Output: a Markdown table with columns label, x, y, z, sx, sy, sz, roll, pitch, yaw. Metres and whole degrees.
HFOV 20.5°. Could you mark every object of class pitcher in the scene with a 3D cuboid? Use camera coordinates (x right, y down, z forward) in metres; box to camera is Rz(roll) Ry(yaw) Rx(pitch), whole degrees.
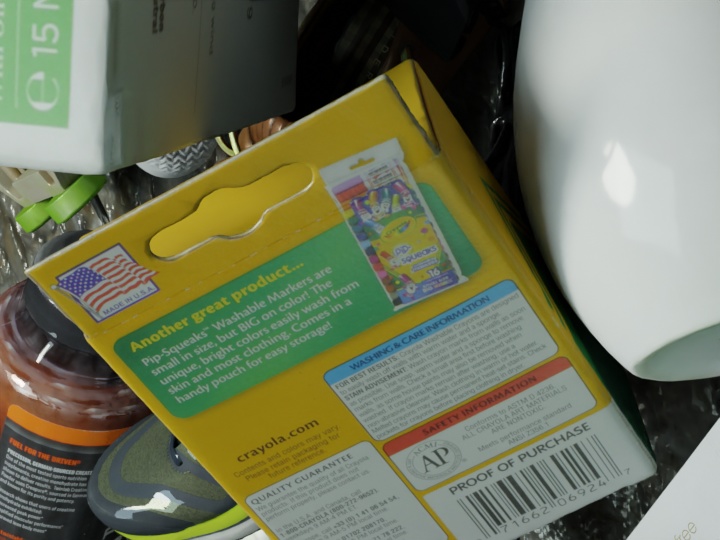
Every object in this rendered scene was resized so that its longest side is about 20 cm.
| label | x | y | z | sx | sy | sz | roll | pitch | yaw |
| --- | --- | --- | --- | --- | --- | --- | --- | --- | --- |
| pitcher | 0.117 | -0.080 | 0.627 | 0.171 | 0.121 | 0.201 | -32 | 64 | 50 |

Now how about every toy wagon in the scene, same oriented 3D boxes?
| label | x | y | z | sx | sy | sz | roll | pitch | yaw |
| --- | --- | --- | --- | --- | --- | --- | --- | --- | --- |
| toy wagon | -0.200 | -0.088 | 0.988 | 0.155 | 0.040 | 0.200 | 49 | 162 | -12 |

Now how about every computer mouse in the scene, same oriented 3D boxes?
| label | x | y | z | sx | sy | sz | roll | pitch | yaw |
| --- | --- | --- | --- | --- | --- | --- | --- | --- | --- |
| computer mouse | 0.012 | -0.096 | 0.677 | 0.046 | 0.141 | 0.200 | -12 | 134 | 24 |

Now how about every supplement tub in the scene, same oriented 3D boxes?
| label | x | y | z | sx | sy | sz | roll | pitch | yaw |
| --- | --- | --- | --- | --- | --- | --- | --- | --- | --- |
| supplement tub | -0.155 | 0.076 | 1.036 | 0.107 | 0.107 | 0.200 | 50 | 136 | 31 |

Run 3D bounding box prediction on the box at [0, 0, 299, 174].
| label | x | y | z | sx | sy | sz | roll | pitch | yaw |
| --- | --- | --- | --- | --- | --- | --- | --- | --- | --- |
| box | -0.120 | -0.146 | 0.650 | 0.170 | 0.200 | 0.200 | 6 | 101 | 13 |

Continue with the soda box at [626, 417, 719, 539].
| label | x | y | z | sx | sy | sz | roll | pitch | yaw |
| --- | --- | --- | --- | --- | --- | --- | --- | --- | --- |
| soda box | 0.130 | 0.115 | 0.703 | 0.064 | 0.068 | 0.200 | 54 | 138 | 27 |

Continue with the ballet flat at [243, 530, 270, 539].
| label | x | y | z | sx | sy | sz | roll | pitch | yaw |
| --- | --- | --- | --- | --- | --- | --- | --- | --- | --- |
| ballet flat | -0.040 | 0.110 | 0.922 | 0.200 | 0.073 | 0.073 | 12 | 110 | 53 |

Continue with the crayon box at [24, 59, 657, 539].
| label | x | y | z | sx | sy | sz | roll | pitch | yaw |
| --- | --- | --- | --- | --- | --- | --- | --- | --- | --- |
| crayon box | -0.002 | 0.019 | 0.644 | 0.200 | 0.125 | 0.052 | 53 | -164 | -40 |

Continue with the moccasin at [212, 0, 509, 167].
| label | x | y | z | sx | sy | sz | roll | pitch | yaw |
| --- | --- | --- | --- | --- | --- | --- | --- | --- | --- |
| moccasin | -0.018 | -0.053 | 0.777 | 0.202 | 0.078 | 0.074 | -52 | 54 | 14 |

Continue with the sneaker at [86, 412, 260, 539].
| label | x | y | z | sx | sy | sz | roll | pitch | yaw |
| --- | --- | --- | --- | --- | --- | --- | --- | --- | --- |
| sneaker | -0.037 | 0.035 | 0.743 | 0.200 | 0.081 | 0.074 | -36 | 40 | 25 |

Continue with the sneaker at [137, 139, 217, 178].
| label | x | y | z | sx | sy | sz | roll | pitch | yaw |
| --- | --- | --- | --- | --- | --- | --- | --- | --- | --- |
| sneaker | -0.139 | -0.115 | 0.990 | 0.200 | 0.075 | 0.115 | 58 | 150 | 14 |

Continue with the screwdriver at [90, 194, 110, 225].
| label | x | y | z | sx | sy | sz | roll | pitch | yaw |
| --- | --- | --- | --- | --- | --- | --- | --- | --- | --- |
| screwdriver | -0.172 | -0.104 | 1.076 | 0.200 | 0.029 | 0.028 | 57 | 139 | 19 |

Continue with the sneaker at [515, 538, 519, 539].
| label | x | y | z | sx | sy | sz | roll | pitch | yaw |
| --- | --- | --- | --- | --- | --- | --- | --- | --- | --- |
| sneaker | 0.015 | 0.121 | 0.743 | 0.074 | 0.079 | 0.201 | -26 | 62 | 35 |
